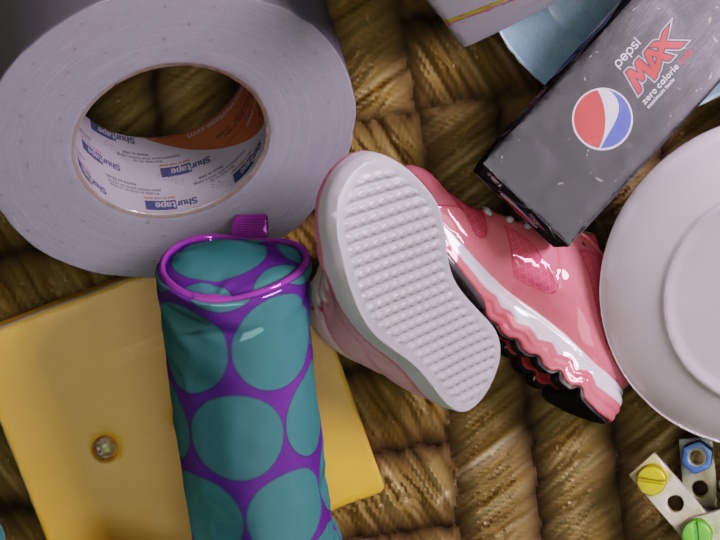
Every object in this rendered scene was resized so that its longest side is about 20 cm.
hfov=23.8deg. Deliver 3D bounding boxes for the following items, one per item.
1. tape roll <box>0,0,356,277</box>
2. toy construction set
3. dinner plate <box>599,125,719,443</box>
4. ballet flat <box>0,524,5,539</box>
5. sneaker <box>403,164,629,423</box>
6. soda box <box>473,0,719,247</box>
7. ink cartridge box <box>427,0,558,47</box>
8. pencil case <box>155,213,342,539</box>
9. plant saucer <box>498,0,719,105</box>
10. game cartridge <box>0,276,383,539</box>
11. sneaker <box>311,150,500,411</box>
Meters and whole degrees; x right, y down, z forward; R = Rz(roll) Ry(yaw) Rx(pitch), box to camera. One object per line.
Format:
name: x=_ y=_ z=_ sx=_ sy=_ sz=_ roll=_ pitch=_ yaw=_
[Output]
tape roll: x=-0.104 y=-0.088 z=0.906 sx=0.198 sy=0.067 sz=0.201 roll=-9 pitch=137 yaw=-8
toy construction set: x=0.251 y=0.190 z=1.025 sx=0.130 sy=0.092 sz=0.202 roll=-17 pitch=100 yaw=12
dinner plate: x=0.234 y=0.012 z=0.957 sx=0.198 sy=0.024 sz=0.202 roll=1 pitch=111 yaw=4
ballet flat: x=-0.281 y=0.101 z=0.969 sx=0.071 sy=0.069 sz=0.201 roll=-28 pitch=101 yaw=17
sneaker: x=0.095 y=-0.002 z=1.007 sx=0.200 sy=0.074 sz=0.087 roll=44 pitch=76 yaw=-14
soda box: x=0.154 y=-0.108 z=0.947 sx=0.071 sy=0.063 sz=0.200 roll=43 pitch=89 yaw=-1
ink cartridge box: x=0.075 y=-0.217 z=0.859 sx=0.144 sy=0.200 sz=0.146 roll=-26 pitch=87 yaw=7
pencil case: x=-0.059 y=0.079 z=0.930 sx=0.084 sy=0.093 sz=0.202 roll=3 pitch=118 yaw=16
plant saucer: x=0.161 y=-0.192 z=0.995 sx=0.199 sy=0.039 sz=0.203 roll=-1 pitch=98 yaw=-7
game cartridge: x=-0.106 y=0.084 z=1.004 sx=0.198 sy=0.032 sz=0.178 roll=-21 pitch=100 yaw=-7
sneaker: x=0.000 y=0.000 z=0.938 sx=0.076 sy=0.104 sz=0.201 roll=-52 pitch=141 yaw=-16
